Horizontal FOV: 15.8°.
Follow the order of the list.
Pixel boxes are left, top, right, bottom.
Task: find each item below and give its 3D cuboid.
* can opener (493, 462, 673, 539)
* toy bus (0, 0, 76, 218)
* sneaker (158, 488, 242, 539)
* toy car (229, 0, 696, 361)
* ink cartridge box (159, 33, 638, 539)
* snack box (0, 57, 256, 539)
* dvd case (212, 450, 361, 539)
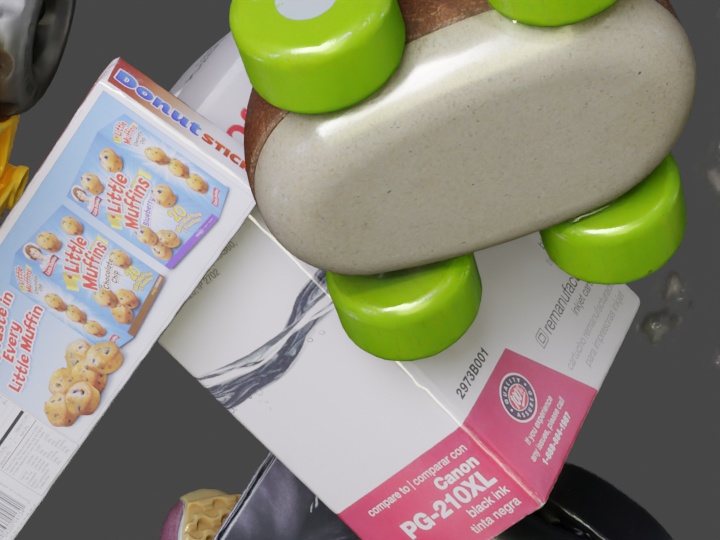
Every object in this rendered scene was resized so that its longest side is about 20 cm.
[{"bbox_3d":[0.043,0.105,1.124,0.199,0.079,0.063,31,136,-5],"label":"can opener"},{"bbox_3d":[-0.190,-0.033,0.901,0.135,0.200,0.193,15,119,7],"label":"toy bus"},{"bbox_3d":[-0.059,0.198,1.121,0.075,0.090,0.201,-6,76,-42],"label":"sneaker"},{"bbox_3d":[0.018,-0.103,0.925,0.157,0.201,0.165,-20,139,-1],"label":"toy car"},{"bbox_3d":[0.000,0.000,1.035,0.200,0.145,0.084,45,128,-10],"label":"ink cartridge box"},{"bbox_3d":[-0.113,0.017,0.964,0.072,0.024,0.200,35,120,-4],"label":"snack box"},{"bbox_3d":[-0.029,0.192,1.075,0.149,0.016,0.200,46,51,-16],"label":"dvd case"}]
